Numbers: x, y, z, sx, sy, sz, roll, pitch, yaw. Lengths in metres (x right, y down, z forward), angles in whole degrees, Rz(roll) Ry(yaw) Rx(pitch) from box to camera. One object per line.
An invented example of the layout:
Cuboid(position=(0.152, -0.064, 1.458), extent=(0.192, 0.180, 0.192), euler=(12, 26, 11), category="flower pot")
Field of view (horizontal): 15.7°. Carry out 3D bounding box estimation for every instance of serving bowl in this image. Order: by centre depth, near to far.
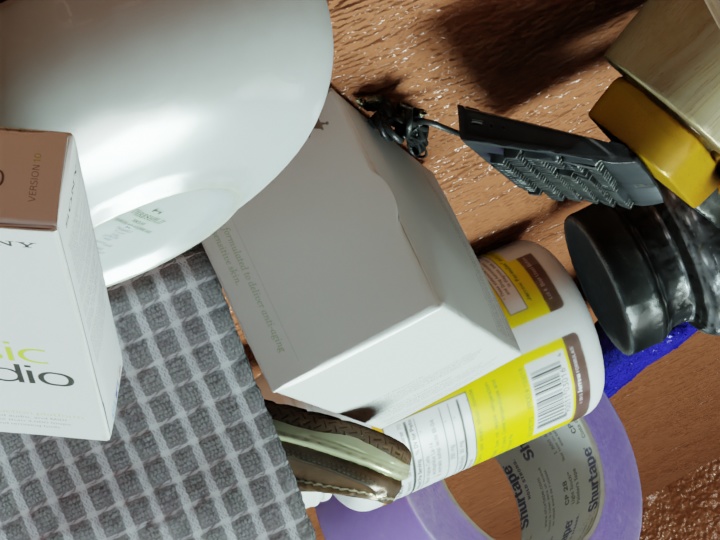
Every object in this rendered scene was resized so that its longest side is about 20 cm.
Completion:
Cuboid(position=(-0.093, -0.037, 0.918), extent=(0.199, 0.066, 0.200), euler=(-24, 167, -6), category="serving bowl")

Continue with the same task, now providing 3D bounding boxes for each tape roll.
Cuboid(position=(0.073, 0.130, 1.612), extent=(0.199, 0.201, 0.085), euler=(-14, 163, -42), category="tape roll")

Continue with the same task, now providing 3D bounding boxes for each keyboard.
Cuboid(position=(0.066, -0.049, 1.141), extent=(0.126, 0.021, 0.200), euler=(14, 178, 11), category="keyboard")

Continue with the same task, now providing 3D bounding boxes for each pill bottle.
Cuboid(position=(0.220, -0.032, 1.450), extent=(0.199, 0.112, 0.112), euler=(-25, 167, -7), category="pill bottle")
Cuboid(position=(0.030, 0.066, 1.476), extent=(0.199, 0.110, 0.109), euler=(-22, 167, -16), category="pill bottle")

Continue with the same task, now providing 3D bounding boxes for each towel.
Cuboid(position=(-0.111, 0.097, 1.108), extent=(0.165, 0.201, 0.086), euler=(-22, -170, -9), category="towel")
Cuboid(position=(0.194, 0.034, 1.706), extent=(0.148, 0.050, 0.200), euler=(-46, 180, -30), category="towel")

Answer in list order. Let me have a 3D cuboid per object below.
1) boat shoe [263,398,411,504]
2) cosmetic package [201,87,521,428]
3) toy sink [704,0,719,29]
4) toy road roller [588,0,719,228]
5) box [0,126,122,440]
Cuboid(position=(-0.077, 0.091, 1.207), extent=(0.201, 0.075, 0.075), euler=(11, 176, 18), category="boat shoe")
Cuboid(position=(0.000, 0.000, 1.158), extent=(0.085, 0.108, 0.200), euler=(-28, 166, 9), category="cosmetic package")
Cuboid(position=(0.165, -0.141, 0.864), extent=(0.112, 0.131, 0.200), euler=(-15, 164, -40), category="toy sink")
Cuboid(position=(0.198, -0.064, 1.141), extent=(0.123, 0.146, 0.200), euler=(-51, 161, 4), category="toy road roller")
Cuboid(position=(-0.156, 0.004, 0.841), extent=(0.143, 0.037, 0.200), euler=(4, 157, 2), category="box")
